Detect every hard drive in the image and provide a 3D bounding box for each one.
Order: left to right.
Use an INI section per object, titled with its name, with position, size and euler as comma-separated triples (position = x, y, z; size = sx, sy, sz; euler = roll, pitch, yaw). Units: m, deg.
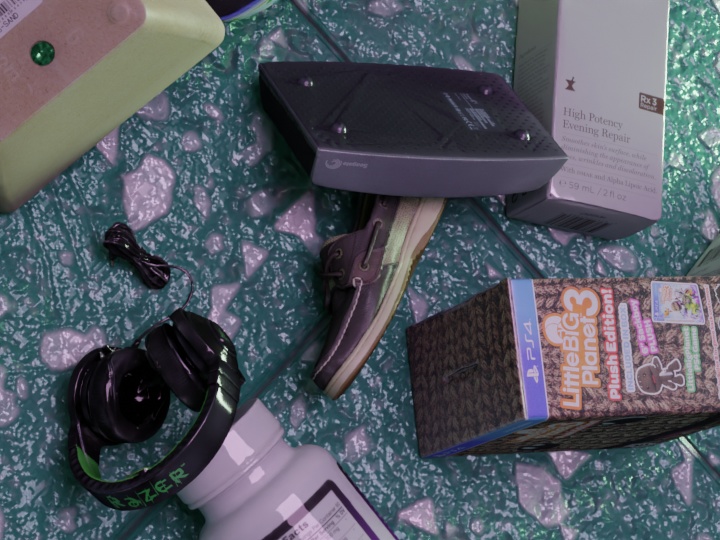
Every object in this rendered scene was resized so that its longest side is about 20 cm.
[hard drive]
position = 0.034, -0.100, 1.662
size = 0.199, 0.043, 0.135
euler = 0, 34, -27

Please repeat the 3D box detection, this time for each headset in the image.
[headset]
position = -0.143, 0.061, 1.533
size = 0.094, 0.123, 0.201
euler = 48, 28, -36

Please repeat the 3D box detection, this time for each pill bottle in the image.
[pill bottle]
position = -0.038, 0.188, 1.551
size = 0.111, 0.111, 0.200
euler = -41, 96, -28

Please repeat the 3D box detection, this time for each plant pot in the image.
[plant pot]
position = -0.220, -0.167, 1.478
size = 0.199, 0.177, 0.200
euler = -38, 96, 0

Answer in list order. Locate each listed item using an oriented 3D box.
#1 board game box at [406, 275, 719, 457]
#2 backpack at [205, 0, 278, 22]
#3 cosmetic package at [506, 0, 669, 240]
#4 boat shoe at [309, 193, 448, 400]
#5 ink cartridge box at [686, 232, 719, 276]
[board game box]
position = 0.158, 0.068, 1.650
size = 0.199, 0.159, 0.098
euler = -1, 77, -25
[backpack]
position = -0.084, -0.275, 1.619
size = 0.200, 0.147, 0.183
euler = -41, 94, 13
[cosmetic package]
position = 0.173, -0.132, 1.759
size = 0.101, 0.074, 0.201
euler = 11, 73, -23
[boat shoe]
position = 0.001, -0.001, 1.646
size = 0.066, 0.072, 0.202
euler = 30, 58, -6
[ink cartridge box]
position = 0.336, -0.017, 1.765
size = 0.084, 0.146, 0.200
euler = 46, 63, -9
